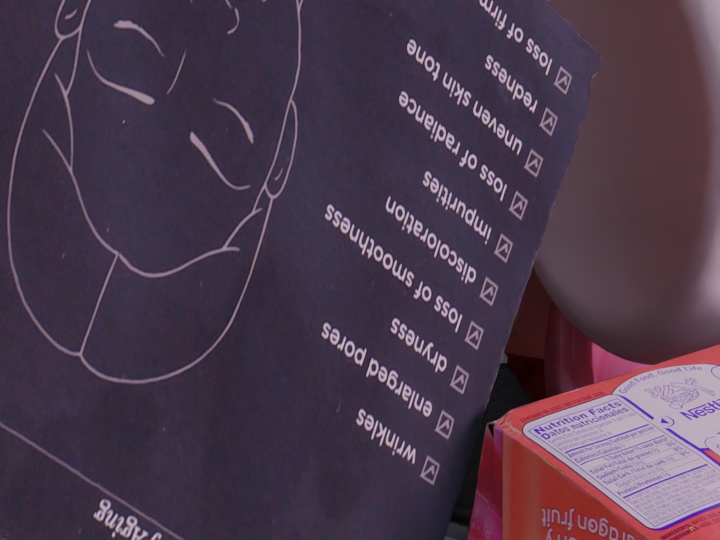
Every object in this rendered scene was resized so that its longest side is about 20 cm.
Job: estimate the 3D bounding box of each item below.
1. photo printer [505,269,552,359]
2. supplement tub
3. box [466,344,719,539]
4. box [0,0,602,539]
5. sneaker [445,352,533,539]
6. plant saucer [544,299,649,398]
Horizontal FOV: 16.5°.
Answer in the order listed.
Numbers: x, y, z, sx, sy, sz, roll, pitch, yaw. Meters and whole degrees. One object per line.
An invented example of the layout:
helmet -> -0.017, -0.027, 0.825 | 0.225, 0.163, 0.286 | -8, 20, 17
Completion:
photo printer -> 0.093, -0.060, 0.871 | 0.165, 0.201, 0.070 | 7, 26, -30
supplement tub -> 0.158, -0.052, 0.771 | 0.199, 0.144, 0.145 | -7, 69, -26
box -> 0.130, 0.077, 0.656 | 0.199, 0.095, 0.102 | -15, 37, -37
box -> -0.064, -0.015, 0.590 | 0.200, 0.123, 0.198 | 40, 61, -43
sneaker -> 0.000, 0.000, 0.771 | 0.075, 0.116, 0.200 | -15, 36, -39
plant saucer -> 0.148, 0.055, 0.822 | 0.199, 0.051, 0.202 | 11, 57, -17
